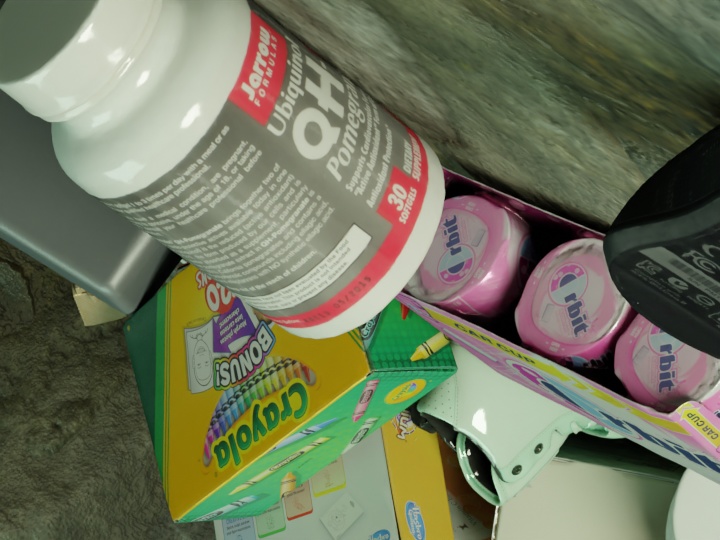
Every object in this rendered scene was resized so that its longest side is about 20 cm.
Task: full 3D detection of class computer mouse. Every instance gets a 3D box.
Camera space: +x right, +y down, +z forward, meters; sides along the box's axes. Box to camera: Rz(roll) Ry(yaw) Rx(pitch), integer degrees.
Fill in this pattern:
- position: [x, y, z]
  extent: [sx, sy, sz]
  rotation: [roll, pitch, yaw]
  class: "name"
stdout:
- position: [0.147, -0.013, 0.728]
  extent: [0.138, 0.053, 0.200]
  rotation: [33, 163, -15]
  class: "computer mouse"

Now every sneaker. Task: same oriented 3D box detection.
- position: [0.110, 0.080, 1.261]
  extent: [0.200, 0.118, 0.074]
  rotation: [35, 171, -33]
  class: "sneaker"

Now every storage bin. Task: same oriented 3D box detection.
- position: [-0.157, -0.074, 1.294]
  extent: [0.200, 0.135, 0.146]
  rotation: [30, 173, 8]
  class: "storage bin"

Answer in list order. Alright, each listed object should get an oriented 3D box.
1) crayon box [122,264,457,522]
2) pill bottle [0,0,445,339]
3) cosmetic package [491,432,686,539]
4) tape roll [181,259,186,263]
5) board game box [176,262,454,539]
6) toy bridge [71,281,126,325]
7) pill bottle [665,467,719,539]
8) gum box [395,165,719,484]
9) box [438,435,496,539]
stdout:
- position: [-0.041, 0.039, 1.238]
  extent: [0.058, 0.119, 0.200]
  rotation: [0, 154, -37]
  class: "crayon box"
- position: [-0.065, -0.062, 1.052]
  extent: [0.200, 0.111, 0.111]
  rotation: [36, 172, -35]
  class: "pill bottle"
- position: [0.146, 0.137, 1.391]
  extent: [0.105, 0.071, 0.200]
  rotation: [10, -176, 16]
  class: "cosmetic package"
- position: [-0.083, -0.030, 1.499]
  extent: [0.202, 0.071, 0.202]
  rotation: [30, 177, 2]
  class: "tape roll"
- position: [-0.028, 0.073, 1.308]
  extent: [0.040, 0.201, 0.153]
  rotation: [4, 161, -42]
  class: "board game box"
- position: [-0.165, -0.062, 1.393]
  extent: [0.067, 0.027, 0.200]
  rotation: [76, -179, -52]
  class: "toy bridge"
- position: [0.221, 0.147, 1.255]
  extent: [0.113, 0.113, 0.200]
  rotation: [30, 174, 19]
  class: "pill bottle"
- position: [0.116, 0.031, 1.086]
  extent: [0.200, 0.066, 0.113]
  rotation: [26, 172, 43]
  class: "gum box"
- position: [0.020, 0.151, 1.449]
  extent: [0.124, 0.098, 0.200]
  rotation: [10, -145, -5]
  class: "box"
